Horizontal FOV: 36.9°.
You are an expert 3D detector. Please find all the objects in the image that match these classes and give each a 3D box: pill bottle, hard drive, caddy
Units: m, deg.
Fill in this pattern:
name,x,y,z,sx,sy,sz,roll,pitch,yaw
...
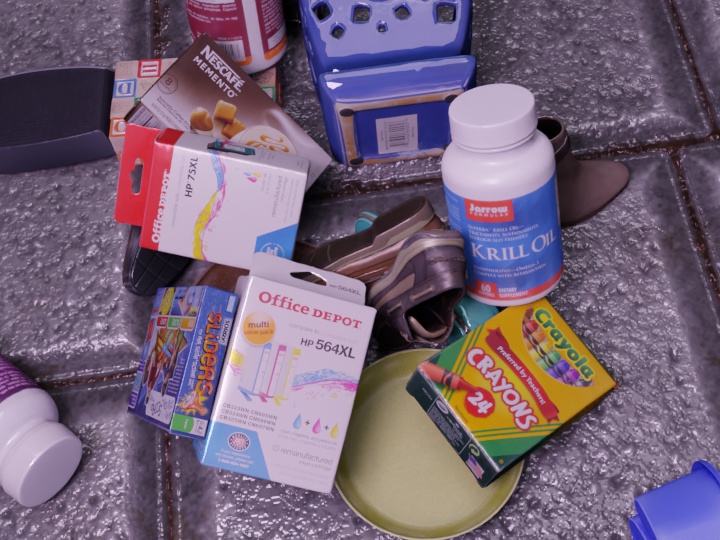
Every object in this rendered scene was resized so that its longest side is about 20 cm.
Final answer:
name,x,y,z,sx,sy,sz,roll,pitch,yaw
pill bottle,-0.150,-0.337,1.235,0.113,0.201,0.115,-3,42,3
hard drive,-0.394,-0.187,1.320,0.198,0.042,0.136,-7,60,7
caddy,0.315,0.268,0.945,0.104,0.142,0.201,-17,61,-1
pill bottle,-0.380,0.147,1.095,0.199,0.113,0.112,32,68,21
pill bottle,0.138,-0.074,1.061,0.111,0.201,0.113,-9,35,7

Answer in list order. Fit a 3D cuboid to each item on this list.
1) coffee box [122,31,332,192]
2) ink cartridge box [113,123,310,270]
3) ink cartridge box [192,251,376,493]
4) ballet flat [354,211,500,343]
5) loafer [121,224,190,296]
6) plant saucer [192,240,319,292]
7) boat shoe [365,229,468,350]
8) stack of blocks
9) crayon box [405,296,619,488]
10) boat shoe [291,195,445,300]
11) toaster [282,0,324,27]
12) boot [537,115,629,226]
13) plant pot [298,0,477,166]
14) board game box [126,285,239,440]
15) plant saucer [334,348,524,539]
name,x,y,z,sx,sy,sz,roll,pitch,yaw
coffee box,-0.146,-0.146,1.201,0.200,0.080,0.115,45,66,-14
ink cartridge box,-0.159,-0.075,1.124,0.198,0.117,0.067,11,19,-3
ink cartridge box,-0.072,0.091,1.033,0.127,0.125,0.202,15,87,-10
ballet flat,0.077,0.002,1.167,0.070,0.068,0.200,-31,65,-26
loafer,-0.227,-0.054,1.229,0.072,0.073,0.201,-10,47,38
plant saucer,-0.094,0.060,1.162,0.198,0.037,0.202,-2,61,4
boat shoe,0.053,0.037,1.063,0.074,0.201,0.074,-4,61,-15
stack of blocks,-0.195,-0.196,1.303,0.198,0.059,0.116,-4,60,3
crayon box,0.160,0.105,1.070,0.199,0.051,0.127,-30,71,-28
boat shoe,0.000,0.000,1.115,0.199,0.068,0.072,-25,23,21
toaster,-0.126,-0.398,1.344,0.179,0.201,0.119,7,50,10
boot,0.207,-0.112,1.167,0.198,0.147,0.071,-22,58,-8
plant pot,0.037,-0.234,1.231,0.198,0.200,0.182,-7,67,1
board game box,-0.177,0.085,1.051,0.034,0.200,0.137,16,83,-22
plant saucer,0.065,0.176,1.084,0.198,0.031,0.202,-2,60,3
